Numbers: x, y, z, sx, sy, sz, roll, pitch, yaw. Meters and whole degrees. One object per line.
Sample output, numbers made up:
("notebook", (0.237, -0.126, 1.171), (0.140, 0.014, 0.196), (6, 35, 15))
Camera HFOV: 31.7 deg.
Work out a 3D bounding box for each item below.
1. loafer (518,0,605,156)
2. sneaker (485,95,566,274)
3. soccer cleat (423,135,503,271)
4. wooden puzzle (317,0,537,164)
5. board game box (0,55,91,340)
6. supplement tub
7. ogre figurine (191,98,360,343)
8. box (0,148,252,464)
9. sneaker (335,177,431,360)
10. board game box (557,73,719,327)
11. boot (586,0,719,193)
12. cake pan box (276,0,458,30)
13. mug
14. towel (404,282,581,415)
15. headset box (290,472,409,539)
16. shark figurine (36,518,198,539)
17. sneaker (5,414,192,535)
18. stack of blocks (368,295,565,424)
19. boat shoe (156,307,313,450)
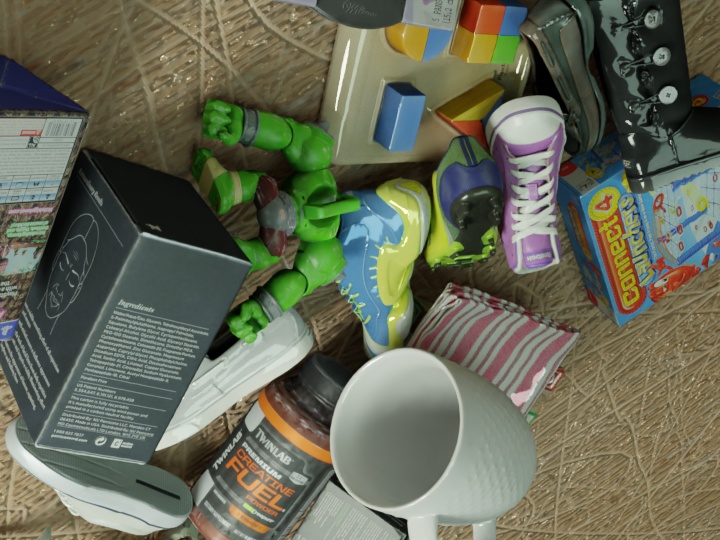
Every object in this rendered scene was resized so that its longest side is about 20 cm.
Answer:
("loafer", (0.177, -0.172, 1.161), (0.063, 0.072, 0.200), (-39, 143, -15))
("sneaker", (0.160, -0.067, 1.160), (0.072, 0.115, 0.201), (-11, 151, 0))
("soccer cleat", (0.093, -0.059, 1.178), (0.065, 0.084, 0.200), (-10, 161, -8))
("wooden puzzle", (0.070, -0.176, 1.126), (0.199, 0.046, 0.186), (-3, 121, -29))
("board game box", (-0.310, -0.047, 0.915), (0.159, 0.097, 0.200), (-10, 128, -58))
("supplement tub", (-0.077, 0.178, 1.236), (0.107, 0.107, 0.200), (28, 103, -40))
("ogre figurine", (-0.071, -0.047, 1.089), (0.120, 0.098, 0.201), (-12, 84, -28))
("box", (-0.199, 0.029, 1.035), (0.107, 0.148, 0.200), (16, 112, -37))
("sneaker", (0.000, 0.000, 1.198), (0.105, 0.076, 0.200), (3, 120, -11))
("board game box", (0.314, -0.070, 1.334), (0.196, 0.056, 0.200), (-33, 131, -8))
("boot", (0.303, -0.194, 1.203), (0.164, 0.066, 0.201), (-23, 107, -13))
("cake pan box", (0.003, -0.290, 0.979), (0.184, 0.052, 0.201), (5, 102, -30))
("mug", (0.082, 0.188, 1.170), (0.147, 0.201, 0.175), (-18, 152, 33))
("towel", (0.122, 0.099, 1.271), (0.200, 0.030, 0.147), (19, 110, -38))
("headset box", (-0.006, 0.270, 1.285), (0.174, 0.093, 0.200), (-58, 171, 17))
("shark figurine", (-0.260, 0.306, 1.237), (0.214, 0.089, 0.129), (7, 83, -42))
("sneaker", (-0.250, 0.199, 1.171), (0.071, 0.073, 0.200), (-36, 125, 27))
("stack of blocks", (0.107, 0.113, 1.330), (0.200, 0.059, 0.115), (20, 108, -38))
("boat shoe", (-0.140, 0.093, 1.172), (0.200, 0.072, 0.069), (-31, 110, -1))
